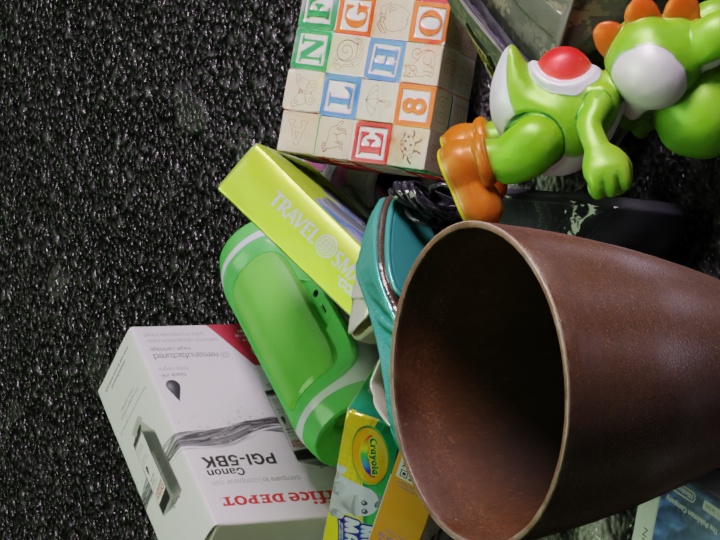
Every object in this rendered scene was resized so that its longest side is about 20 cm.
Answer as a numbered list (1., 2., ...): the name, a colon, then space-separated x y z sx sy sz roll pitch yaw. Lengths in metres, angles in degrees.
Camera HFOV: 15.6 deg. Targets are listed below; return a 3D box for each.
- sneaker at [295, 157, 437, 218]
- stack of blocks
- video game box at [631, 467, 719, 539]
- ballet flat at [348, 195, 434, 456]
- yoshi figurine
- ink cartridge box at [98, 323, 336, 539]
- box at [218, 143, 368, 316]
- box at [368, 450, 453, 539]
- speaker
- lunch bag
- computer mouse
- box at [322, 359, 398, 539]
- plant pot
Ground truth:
1. sneaker: 0.004 -0.072 1.905 0.200 0.081 0.089 -44 53 53
2. stack of blocks: 0.020 -0.169 1.808 0.115 0.059 0.201 9 88 26
3. video game box: 0.228 0.227 1.576 0.200 0.047 0.183 33 122 55
4. ballet flat: 0.025 0.042 1.684 0.070 0.067 0.201 -37 49 27
5. yoshi figurine: 0.152 -0.084 1.579 0.199 0.112 0.113 -28 61 13
6. ink cartridge box: -0.097 0.141 2.028 0.083 0.146 0.201 -61 43 38
7. box: 0.000 0.000 1.807 0.200 0.122 0.048 44 98 14
8. box: 0.057 0.130 1.793 0.041 0.119 0.201 28 121 14
9. speaker: -0.038 0.051 1.983 0.200 0.088 0.089 61 140 38
10. lunch bag: 0.123 -0.183 1.665 0.164 0.117 0.201 58 145 39
11. computer mouse: 0.125 -0.023 1.674 0.199 0.138 0.053 6 90 48
12. box: 0.010 0.164 1.871 0.117 0.048 0.201 -55 -20 -59
13. plant pot: 0.149 0.062 1.547 0.187 0.199 0.188 8 99 59
